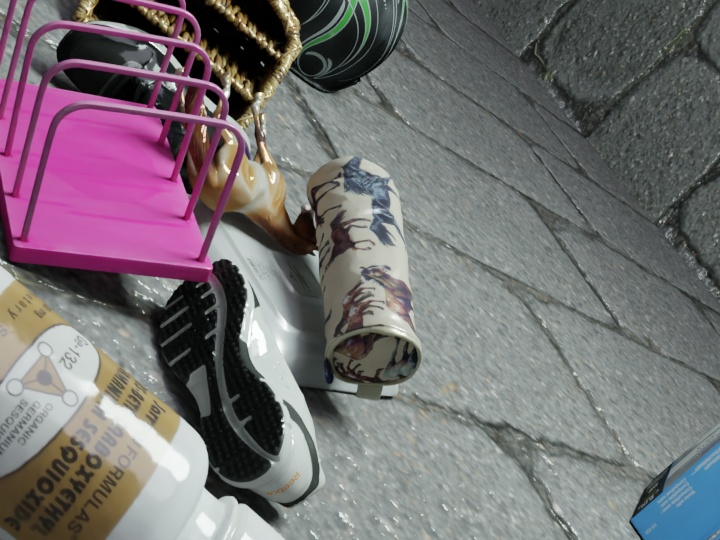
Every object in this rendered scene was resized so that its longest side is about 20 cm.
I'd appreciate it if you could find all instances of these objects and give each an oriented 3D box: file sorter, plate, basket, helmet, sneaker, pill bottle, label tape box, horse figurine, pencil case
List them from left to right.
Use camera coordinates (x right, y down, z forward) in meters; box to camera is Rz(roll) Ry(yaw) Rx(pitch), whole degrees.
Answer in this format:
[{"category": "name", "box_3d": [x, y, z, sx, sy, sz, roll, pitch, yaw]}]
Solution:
[{"category": "pill bottle", "box_3d": [-0.134, 0.100, 0.571, 0.200, 0.114, 0.115, 42, 19, -10]}, {"category": "file sorter", "box_3d": [-0.172, -0.110, 0.857, 0.137, 0.126, 0.201, 6, 37, -29]}, {"category": "sneaker", "box_3d": [-0.166, -0.132, 1.045, 0.199, 0.076, 0.088, 36, 17, -27]}, {"category": "basket", "box_3d": [-0.156, -0.249, 1.214, 0.199, 0.143, 0.149, 39, 18, -15]}, {"category": "horse figurine", "box_3d": [-0.098, -0.088, 1.004, 0.200, 0.049, 0.135, 25, 55, -65]}, {"category": "sneaker", "box_3d": [-0.079, 0.077, 0.835, 0.080, 0.073, 0.201, 48, 15, -46]}, {"category": "plate", "box_3d": [-0.061, 0.015, 1.039, 0.199, 0.032, 0.201, 15, 36, -56]}, {"category": "helmet", "box_3d": [-0.030, -0.355, 1.627, 0.199, 0.191, 0.201, 40, 19, -16]}, {"category": "pencil case", "box_3d": [0.000, 0.000, 0.999, 0.077, 0.090, 0.202, 11, 47, -20]}, {"category": "label tape box", "box_3d": [0.358, 0.230, 1.300, 0.063, 0.144, 0.200, 47, 18, 10]}]
